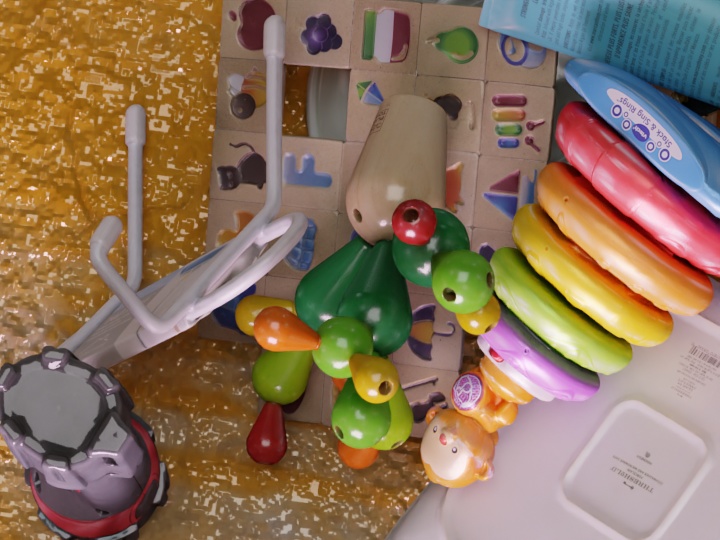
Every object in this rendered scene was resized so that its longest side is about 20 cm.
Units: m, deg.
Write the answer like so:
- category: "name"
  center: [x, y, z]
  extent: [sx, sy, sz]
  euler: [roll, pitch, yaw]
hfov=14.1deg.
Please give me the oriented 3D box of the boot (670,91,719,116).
- category: "boot"
  center: [0.113, -0.135, 1.338]
  extent: [0.203, 0.073, 0.154]
  euler: [-22, 92, 15]

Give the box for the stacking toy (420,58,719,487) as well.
- category: "stacking toy"
  center: [0.090, 0.015, 1.287]
  extent: [0.200, 0.110, 0.116]
  euler: [-51, 59, 11]

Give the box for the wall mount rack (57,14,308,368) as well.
- category: "wall mount rack"
  center: [-0.094, -0.022, 1.327]
  extent: [0.075, 0.200, 0.174]
  euler: [51, 47, -12]

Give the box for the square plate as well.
- category: "square plate"
  center: [0.125, 0.092, 1.291]
  extent: [0.200, 0.028, 0.198]
  euler: [31, 81, 38]

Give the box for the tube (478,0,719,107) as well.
- category: "tube"
  center: [0.150, -0.101, 1.278]
  extent: [0.199, 0.078, 0.050]
  euler: [21, 42, 9]

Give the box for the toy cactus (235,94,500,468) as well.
- category: "toy cactus"
  center: [0.000, 0.000, 1.297]
  extent: [0.102, 0.200, 0.166]
  euler: [17, 66, -12]

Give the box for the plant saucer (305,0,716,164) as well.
- category: "plant saucer"
  center: [0.072, -0.085, 1.392]
  extent: [0.199, 0.050, 0.201]
  euler: [0, 76, 1]

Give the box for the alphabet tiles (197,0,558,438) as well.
- category: "alphabet tiles"
  center: [0.006, -0.025, 1.356]
  extent: [0.166, 0.008, 0.201]
  euler: [7, 96, 20]

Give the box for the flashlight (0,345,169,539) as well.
- category: "flashlight"
  center: [-0.125, 0.076, 1.283]
  extent: [0.067, 0.200, 0.068]
  euler: [-18, 75, -1]
